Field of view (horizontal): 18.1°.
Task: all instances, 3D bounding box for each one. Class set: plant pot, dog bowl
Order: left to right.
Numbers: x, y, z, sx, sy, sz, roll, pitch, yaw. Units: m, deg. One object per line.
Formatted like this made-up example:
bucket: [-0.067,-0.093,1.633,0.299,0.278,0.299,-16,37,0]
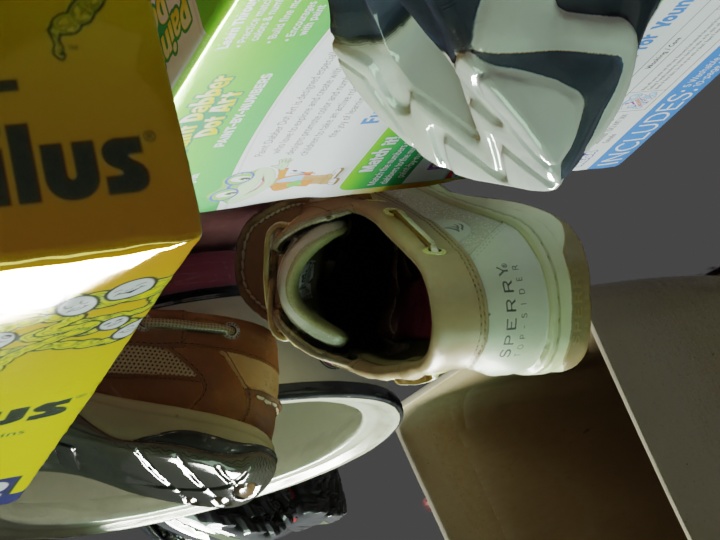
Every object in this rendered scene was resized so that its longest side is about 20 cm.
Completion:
dog bowl: [-0.085,0.054,0.983,0.199,0.074,0.200,-14,165,-4]
plant pot: [0.169,0.111,1.208,0.176,0.201,0.200,-17,168,-33]

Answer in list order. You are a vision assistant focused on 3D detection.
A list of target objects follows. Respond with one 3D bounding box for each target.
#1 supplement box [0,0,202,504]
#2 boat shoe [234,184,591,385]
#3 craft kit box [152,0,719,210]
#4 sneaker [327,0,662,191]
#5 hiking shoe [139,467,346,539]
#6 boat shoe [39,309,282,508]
supplement box: [-0.122,-0.014,0.531,0.108,0.110,0.200,-8,161,-23]
boat shoe: [0.000,0.000,0.803,0.066,0.074,0.200,-6,-175,-31]
craft kit box: [0.030,-0.078,0.676,0.197,0.049,0.200,-10,163,-25]
sneaker: [0.023,-0.126,0.501,0.079,0.130,0.199,10,148,50]
hiking shoe: [-0.085,0.126,1.216,0.100,0.076,0.200,-25,162,20]
boat shoe: [-0.125,0.034,0.855,0.199,0.074,0.076,13,158,-2]
